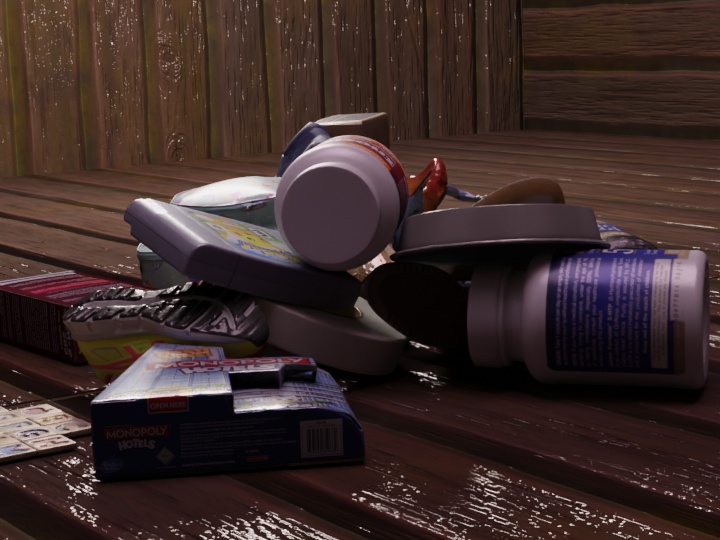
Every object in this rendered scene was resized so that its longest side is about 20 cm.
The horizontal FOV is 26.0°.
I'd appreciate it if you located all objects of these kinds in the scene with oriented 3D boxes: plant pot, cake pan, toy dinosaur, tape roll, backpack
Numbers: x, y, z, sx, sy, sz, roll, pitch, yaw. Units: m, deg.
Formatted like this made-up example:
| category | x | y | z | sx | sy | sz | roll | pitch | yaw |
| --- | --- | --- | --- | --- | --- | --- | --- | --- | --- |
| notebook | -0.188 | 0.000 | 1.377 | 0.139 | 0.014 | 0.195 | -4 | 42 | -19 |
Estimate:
| category | x | y | z | sx | sy | sz | roll | pitch | yaw |
| --- | --- | --- | --- | --- | --- | --- | --- | --- | --- |
| plant pot | 0.136 | -0.012 | 1.593 | 0.199 | 0.200 | 0.028 | -11 | 51 | -44 |
| cake pan | 0.125 | -0.032 | 1.407 | 0.199 | 0.037 | 0.200 | -3 | -4 | 0 |
| toy dinosaur | 0.049 | -0.062 | 1.598 | 0.199 | 0.182 | 0.105 | 25 | 60 | 20 |
| tape roll | -0.053 | 0.038 | 1.440 | 0.202 | 0.037 | 0.203 | 23 | 10 | -4 |
| backpack | -0.140 | -0.017 | 1.661 | 0.199 | 0.154 | 0.176 | -16 | 13 | 2 |

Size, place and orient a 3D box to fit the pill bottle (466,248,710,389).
| category | x | y | z | sx | sy | sz | roll | pitch | yaw |
| --- | --- | --- | --- | --- | --- | --- | --- | --- | --- |
| pill bottle | 0.198 | 0.041 | 1.348 | 0.199 | 0.120 | 0.120 | 1 | 10 | 16 |

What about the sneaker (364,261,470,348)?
| category | x | y | z | sx | sy | sz | roll | pitch | yaw |
| --- | --- | --- | --- | --- | --- | --- | --- | --- | --- |
| sneaker | 0.074 | 0.034 | 1.477 | 0.199 | 0.070 | 0.108 | 17 | 1 | -27 |

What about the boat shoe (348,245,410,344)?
| category | x | y | z | sx | sy | sz | roll | pitch | yaw |
| --- | --- | --- | --- | --- | --- | --- | --- | --- | --- |
| boat shoe | 0.000 | 0.000 | 1.589 | 0.069 | 0.074 | 0.200 | -7 | 45 | -16 |

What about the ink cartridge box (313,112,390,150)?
| category | x | y | z | sx | sy | sz | roll | pitch | yaw |
| --- | --- | --- | --- | --- | --- | --- | --- | --- | --- |
| ink cartridge box | -0.009 | -0.094 | 1.971 | 0.075 | 0.201 | 0.165 | 0 | 9 | 13 |

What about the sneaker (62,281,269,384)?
| category | x | y | z | sx | sy | sz | roll | pitch | yaw |
| --- | --- | --- | --- | --- | --- | --- | --- | --- | --- |
| sneaker | -0.161 | 0.065 | 1.360 | 0.199 | 0.091 | 0.078 | 1 | 27 | 31 |

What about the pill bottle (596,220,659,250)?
| category | x | y | z | sx | sy | sz | roll | pitch | yaw |
| --- | --- | --- | --- | --- | --- | --- | --- | --- | --- |
| pill bottle | 0.242 | 0.016 | 1.515 | 0.111 | 0.113 | 0.200 | -3 | 9 | -7 |

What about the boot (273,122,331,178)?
| category | x | y | z | sx | sy | sz | roll | pitch | yaw |
| --- | --- | --- | --- | --- | --- | --- | --- | --- | --- |
| boot | -0.080 | -0.076 | 1.871 | 0.073 | 0.200 | 0.090 | 20 | 24 | -38 |

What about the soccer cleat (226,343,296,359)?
| category | x | y | z | sx | sy | sz | roll | pitch | yaw |
| --- | --- | --- | --- | --- | --- | --- | --- | --- | --- |
| soccer cleat | -0.107 | 0.061 | 1.494 | 0.076 | 0.067 | 0.200 | 12 | 7 | -13 |

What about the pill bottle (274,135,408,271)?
| category | x | y | z | sx | sy | sz | roll | pitch | yaw |
| --- | --- | --- | --- | --- | --- | --- | --- | --- | --- |
| pill bottle | -0.017 | -0.061 | 1.409 | 0.112 | 0.114 | 0.200 | -1 | 8 | 5 |

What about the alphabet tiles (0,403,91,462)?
| category | x | y | z | sx | sy | sz | roll | pitch | yaw |
| --- | --- | --- | --- | --- | --- | --- | --- | --- | --- |
| alphabet tiles | -0.320 | 0.133 | 1.238 | 0.199 | 0.006 | 0.166 | -8 | 11 | -34 |

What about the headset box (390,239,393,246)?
| category | x | y | z | sx | sy | sz | roll | pitch | yaw |
| --- | --- | --- | --- | --- | --- | --- | --- | --- | --- |
| headset box | 0.026 | -0.002 | 1.779 | 0.148 | 0.078 | 0.200 | -7 | 11 | -25 |

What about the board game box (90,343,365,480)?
| category | x | y | z | sx | sy | sz | roll | pitch | yaw |
| --- | --- | --- | --- | --- | --- | --- | --- | --- | --- |
| board game box | -0.107 | 0.101 | 1.223 | 0.199 | 0.062 | 0.200 | -3 | 10 | -8 |

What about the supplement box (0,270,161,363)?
| category | x | y | z | sx | sy | sz | roll | pitch | yaw |
| --- | --- | --- | --- | --- | --- | --- | --- | --- | --- |
| supplement box | -0.295 | 0.045 | 1.607 | 0.108 | 0.061 | 0.200 | -10 | 11 | -36 |

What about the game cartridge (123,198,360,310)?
| category | x | y | z | sx | sy | sz | roll | pitch | yaw |
| --- | --- | --- | --- | --- | --- | --- | --- | --- | --- |
| game cartridge | -0.099 | -0.011 | 1.393 | 0.199 | 0.041 | 0.133 | 13 | 17 | -43 |
